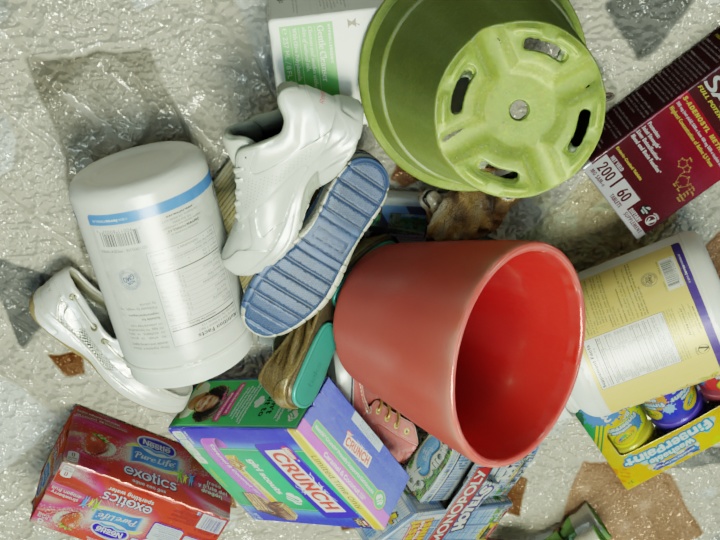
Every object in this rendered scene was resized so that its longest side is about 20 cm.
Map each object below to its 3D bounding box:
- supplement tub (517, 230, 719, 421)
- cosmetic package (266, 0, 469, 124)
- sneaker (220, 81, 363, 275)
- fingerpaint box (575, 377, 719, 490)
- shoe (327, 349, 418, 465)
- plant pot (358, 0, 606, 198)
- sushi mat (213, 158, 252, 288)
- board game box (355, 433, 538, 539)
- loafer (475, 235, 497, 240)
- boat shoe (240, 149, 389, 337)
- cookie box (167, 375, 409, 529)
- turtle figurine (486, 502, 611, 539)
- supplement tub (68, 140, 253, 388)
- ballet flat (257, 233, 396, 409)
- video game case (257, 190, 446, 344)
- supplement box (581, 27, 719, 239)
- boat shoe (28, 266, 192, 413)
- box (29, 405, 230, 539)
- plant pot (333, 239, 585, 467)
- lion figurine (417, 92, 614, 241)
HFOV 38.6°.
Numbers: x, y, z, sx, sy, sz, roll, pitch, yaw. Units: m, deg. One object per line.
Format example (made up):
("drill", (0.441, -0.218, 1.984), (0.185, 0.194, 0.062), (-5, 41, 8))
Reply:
("supplement tub", (0.267, 0.060, 1.030), (0.198, 0.146, 0.146), (-23, 122, 17))
("cosmetic package", (0.021, -0.195, 0.914), (0.198, 0.085, 0.109), (-8, 119, 0))
("sneaker", (-0.083, -0.084, 0.891), (0.099, 0.078, 0.201), (24, 118, -21))
("fingerpaint box", (0.343, 0.131, 1.155), (0.199, 0.074, 0.167), (-31, 119, 13))
("shoe", (0.015, 0.151, 1.130), (0.090, 0.072, 0.201), (-8, 133, -4))
("plant pot", (0.102, -0.137, 0.788), (0.198, 0.190, 0.202), (-1, 108, -3))
("sushi mat", (-0.147, -0.017, 1.047), (0.095, 0.012, 0.200), (31, 114, -21))
("board game box", (0.092, 0.251, 1.163), (0.199, 0.062, 0.201), (6, 125, -42))
("loafer", (0.127, 0.058, 1.086), (0.069, 0.075, 0.202), (8, 120, -6))
("boat shoe", (-0.044, -0.026, 0.974), (0.072, 0.072, 0.200), (36, 99, -20))
("cookie box", (-0.077, 0.193, 1.092), (0.199, 0.076, 0.172), (-8, 130, 40))
("turtle figurine", (0.236, 0.395, 1.270), (0.193, 0.201, 0.144), (-37, 153, 12))
("supplement tub", (-0.184, -0.007, 0.967), (0.130, 0.132, 0.202), (-12, 115, 1))
("ballet flat", (-0.039, 0.041, 1.010), (0.201, 0.072, 0.068), (-60, 144, -15))
("video game case", (0.000, 0.000, 1.061), (0.198, 0.023, 0.184), (3, 121, -12))
("supplement box", (0.316, -0.136, 0.997), (0.199, 0.061, 0.109), (-38, 118, 15))
("boat shoe", (-0.242, 0.072, 1.057), (0.069, 0.071, 0.200), (-40, 116, 20))
("box", (-0.252, 0.247, 1.149), (0.199, 0.096, 0.100), (24, 116, -19))
("plant pot", (0.082, 0.059, 0.956), (0.199, 0.176, 0.203), (-14, 110, -43))
("lion figurine", (0.149, -0.096, 0.982), (0.199, 0.123, 0.073), (-31, 79, -13))
